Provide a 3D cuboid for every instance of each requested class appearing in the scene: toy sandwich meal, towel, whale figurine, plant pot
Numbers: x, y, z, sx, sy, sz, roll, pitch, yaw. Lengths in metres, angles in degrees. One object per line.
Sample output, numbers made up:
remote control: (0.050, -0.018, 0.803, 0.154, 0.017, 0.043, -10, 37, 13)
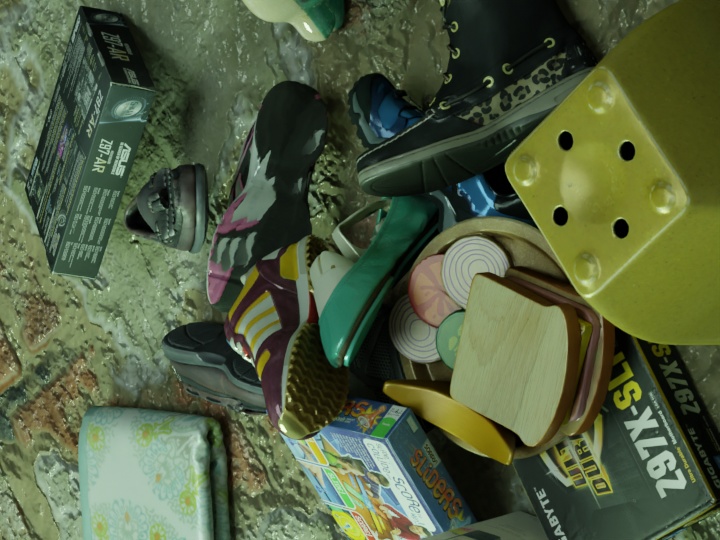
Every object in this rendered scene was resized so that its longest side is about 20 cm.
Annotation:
toy sandwich meal: (0.096, 0.056, 1.653, 0.205, 0.070, 0.205, 5, 99, 37)
towel: (-0.188, 0.228, 2.047, 0.171, 0.048, 0.200, 1, 97, 41)
whale figurine: (-0.050, -0.258, 1.765, 0.104, 0.200, 0.159, -33, 69, 11)
plant pot: (0.217, -0.068, 1.505, 0.194, 0.200, 0.196, -46, 64, 38)

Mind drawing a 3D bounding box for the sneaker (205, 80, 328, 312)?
sneaker: (-0.076, -0.055, 1.859, 0.086, 0.080, 0.200, 161, 130, -78)

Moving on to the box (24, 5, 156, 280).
box: (-0.249, -0.117, 2.013, 0.160, 0.044, 0.200, -119, 44, -54)

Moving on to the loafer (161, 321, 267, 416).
loafer: (-0.097, 0.096, 1.935, 0.200, 0.072, 0.063, 18, 128, 47)

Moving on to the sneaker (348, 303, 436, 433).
sneaker: (0.022, 0.043, 1.802, 0.114, 0.076, 0.199, -47, 51, 19)

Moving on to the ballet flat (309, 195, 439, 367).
ballet flat: (0.000, 0.000, 1.729, 0.070, 0.200, 0.067, 30, 134, 6)

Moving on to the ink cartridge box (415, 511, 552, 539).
ink cartridge box: (0.077, 0.262, 1.685, 0.067, 0.200, 0.117, 18, 108, 41)

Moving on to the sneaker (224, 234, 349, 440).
sneaker: (-0.063, 0.064, 1.734, 0.090, 0.075, 0.200, -25, 35, 25)

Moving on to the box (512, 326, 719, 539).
box: (0.181, 0.117, 1.671, 0.160, 0.049, 0.200, -37, 70, 38)

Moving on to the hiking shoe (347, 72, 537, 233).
hiking shoe: (0.074, -0.091, 1.740, 0.200, 0.074, 0.087, 50, 118, 16)

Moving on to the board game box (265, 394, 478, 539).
board game box: (0.022, 0.178, 1.763, 0.135, 0.034, 0.200, 10, 140, 43)

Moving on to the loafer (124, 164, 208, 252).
loafer: (-0.167, -0.049, 1.894, 0.200, 0.063, 0.072, 146, 124, -80)

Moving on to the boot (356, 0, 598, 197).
boot: (0.073, -0.155, 1.675, 0.203, 0.073, 0.154, -23, 72, 4)
